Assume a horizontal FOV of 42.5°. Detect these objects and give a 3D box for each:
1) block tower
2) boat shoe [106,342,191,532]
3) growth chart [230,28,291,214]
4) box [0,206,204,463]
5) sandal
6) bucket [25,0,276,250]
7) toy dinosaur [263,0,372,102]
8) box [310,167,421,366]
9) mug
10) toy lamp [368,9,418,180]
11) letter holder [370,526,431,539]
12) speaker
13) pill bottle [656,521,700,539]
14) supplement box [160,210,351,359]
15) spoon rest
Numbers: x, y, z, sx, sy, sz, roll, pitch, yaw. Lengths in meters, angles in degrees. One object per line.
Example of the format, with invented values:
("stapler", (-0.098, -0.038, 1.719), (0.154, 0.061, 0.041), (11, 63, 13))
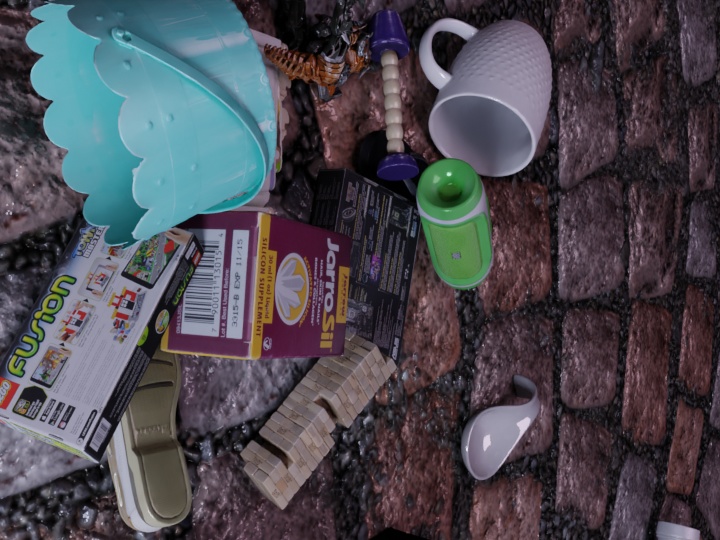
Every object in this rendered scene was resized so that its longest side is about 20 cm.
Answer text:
("block tower", (-0.047, 0.155, 1.007), (0.200, 0.053, 0.058), (-48, 135, -22))
("boat shoe", (-0.205, 0.132, 0.839), (0.074, 0.068, 0.205), (10, 63, -45))
("growth chart", (-0.107, -0.150, 0.957), (0.144, 0.017, 0.205), (12, 81, -72))
("box", (-0.223, 0.046, 0.780), (0.035, 0.108, 0.203), (72, 37, -61))
("sandal", (0.067, -0.121, 1.178), (0.199, 0.042, 0.078), (27, 71, -48))
("bucket", (-0.167, -0.131, 0.748), (0.133, 0.206, 0.212), (-24, 111, -28))
("toy dinosaur", (-0.036, -0.249, 1.009), (0.201, 0.100, 0.139), (-68, 165, -68))
("box", (0.000, 0.000, 1.101), (0.159, 0.043, 0.205), (19, 77, -49))
("mug", (0.163, -0.255, 1.231), (0.198, 0.147, 0.178), (32, 58, -13))
("toy lamp", (0.036, -0.213, 1.108), (0.058, 0.057, 0.205), (15, 66, -49))
("letter holder", (0.018, 0.422, 1.098), (0.198, 0.099, 0.146), (-16, 105, -49))
("speaker", (0.122, -0.054, 1.170), (0.201, 0.087, 0.090), (67, 41, -59))
("pill bottle", (0.608, 0.602, 1.809), (0.110, 0.109, 0.204), (29, 70, -46))
("supplement box", (-0.095, 0.019, 0.906), (0.199, 0.101, 0.134), (8, 84, -66))
("spoon rest", (0.208, 0.222, 1.350), (0.199, 0.060, 0.101), (-40, 121, -43))
